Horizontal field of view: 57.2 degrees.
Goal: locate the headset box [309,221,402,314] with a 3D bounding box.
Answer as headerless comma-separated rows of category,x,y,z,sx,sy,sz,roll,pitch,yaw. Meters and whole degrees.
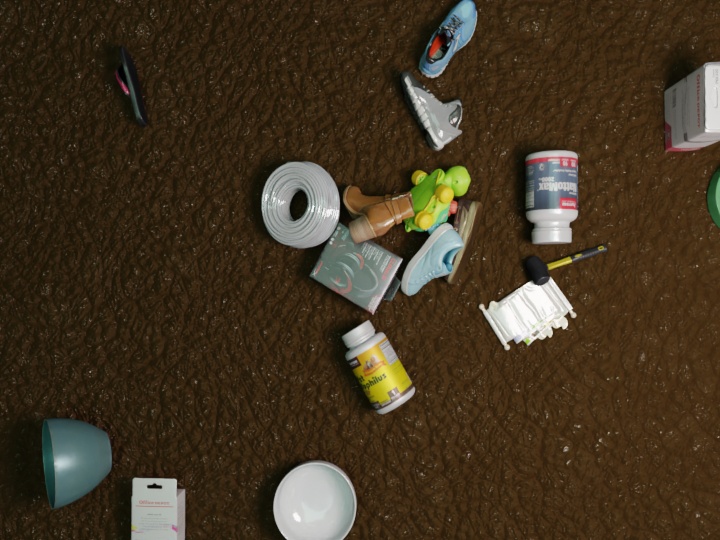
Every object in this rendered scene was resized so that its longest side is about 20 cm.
headset box,0.000,0.000,1.567,0.198,0.075,0.150,30,90,4

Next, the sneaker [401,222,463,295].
sneaker,0.166,-0.007,1.523,0.082,0.073,0.202,50,123,32

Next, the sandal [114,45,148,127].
sandal,-0.567,-0.448,1.613,0.044,0.075,0.204,-13,91,2

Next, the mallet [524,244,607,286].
mallet,0.489,-0.015,1.548,0.196,0.041,0.067,-12,59,0

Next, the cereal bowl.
cereal bowl,-0.103,0.545,1.559,0.196,0.083,0.205,0,89,4

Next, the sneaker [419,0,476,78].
sneaker,0.213,-0.551,1.556,0.078,0.090,0.202,32,90,3

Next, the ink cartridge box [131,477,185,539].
ink cartridge box,-0.485,0.593,1.590,0.113,0.068,0.205,1,89,3

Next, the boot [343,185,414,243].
boot,0.044,-0.151,1.519,0.152,0.202,0.074,-24,132,11

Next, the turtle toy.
turtle toy,0.174,-0.166,1.538,0.201,0.146,0.101,-50,128,2

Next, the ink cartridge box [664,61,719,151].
ink cartridge box,0.755,-0.357,1.464,0.083,0.200,0.149,-1,89,3

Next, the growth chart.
growth chart,0.399,0.102,1.569,0.197,0.018,0.147,-28,88,3

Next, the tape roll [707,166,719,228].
tape roll,0.911,-0.170,1.527,0.196,0.048,0.205,0,89,4

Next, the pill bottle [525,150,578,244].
pill bottle,0.440,-0.165,1.521,0.117,0.120,0.205,-1,89,3

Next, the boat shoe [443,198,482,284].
boat shoe,0.227,-0.071,1.564,0.071,0.072,0.204,18,95,24

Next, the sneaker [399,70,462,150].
sneaker,0.179,-0.399,1.572,0.114,0.075,0.203,-28,97,-2

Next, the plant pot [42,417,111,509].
plant pot,-0.666,0.442,1.561,0.133,0.199,0.205,-4,88,-34

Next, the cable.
cable,-0.142,-0.155,1.551,0.197,0.069,0.204,10,92,29

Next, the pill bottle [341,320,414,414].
pill bottle,0.037,0.223,1.544,0.108,0.109,0.202,-30,87,2
